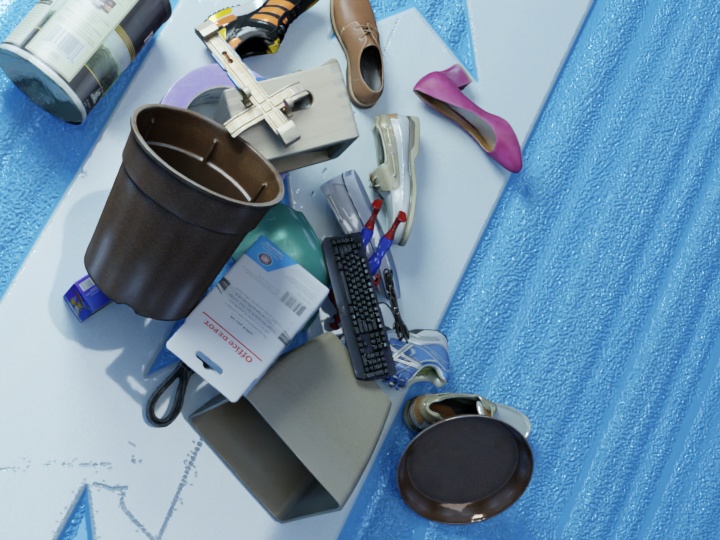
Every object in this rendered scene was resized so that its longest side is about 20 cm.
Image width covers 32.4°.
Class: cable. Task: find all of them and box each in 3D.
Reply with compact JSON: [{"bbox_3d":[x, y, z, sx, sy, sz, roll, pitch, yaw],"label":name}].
[{"bbox_3d":[-0.228,0.122,1.697,0.200,0.050,0.097,-44,97,-21],"label":"cable"}]

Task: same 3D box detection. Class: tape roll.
[{"bbox_3d":[-0.196,-0.181,1.736,0.198,0.085,0.202,3,81,-19],"label":"tape roll"}]

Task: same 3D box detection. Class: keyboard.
[{"bbox_3d":[0.016,0.046,1.686,0.127,0.021,0.202,-11,85,-47],"label":"keyboard"}]

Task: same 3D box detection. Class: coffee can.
[{"bbox_3d":[-0.370,-0.318,1.658,0.146,0.146,0.201,39,72,-11],"label":"coffee can"}]

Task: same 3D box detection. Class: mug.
[{"bbox_3d":[-0.107,-0.010,1.709,0.114,0.185,0.153,-31,73,-5],"label":"mug"}]

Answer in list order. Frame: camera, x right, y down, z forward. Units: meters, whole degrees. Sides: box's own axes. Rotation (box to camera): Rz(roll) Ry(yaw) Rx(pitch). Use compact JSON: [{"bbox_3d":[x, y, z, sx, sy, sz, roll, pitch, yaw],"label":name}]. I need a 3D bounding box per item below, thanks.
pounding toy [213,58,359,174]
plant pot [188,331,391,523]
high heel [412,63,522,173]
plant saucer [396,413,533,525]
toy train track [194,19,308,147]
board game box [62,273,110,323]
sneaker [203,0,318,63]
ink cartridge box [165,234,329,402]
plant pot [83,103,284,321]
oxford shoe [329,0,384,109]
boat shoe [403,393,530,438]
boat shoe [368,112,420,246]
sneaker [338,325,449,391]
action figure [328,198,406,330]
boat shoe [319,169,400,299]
[{"bbox_3d":[-0.089,-0.215,1.652,0.199,0.184,0.143,-16,88,-13],"label":"pounding toy"},{"bbox_3d":[-0.079,0.200,1.677,0.200,0.200,0.177,50,57,-7],"label":"plant pot"},{"bbox_3d":[0.164,-0.219,1.878,0.096,0.067,0.201,-31,89,-31],"label":"high heel"},{"bbox_3d":[0.148,0.279,1.773,0.198,0.035,0.202,-3,122,-5],"label":"plant saucer"},{"bbox_3d":[-0.140,-0.238,1.533,0.114,0.033,0.200,-33,74,-18],"label":"toy train track"},{"bbox_3d":[-0.293,-0.010,1.648,0.199,0.134,0.045,-35,95,-21],"label":"board game box"},{"bbox_3d":[-0.126,-0.350,1.779,0.199,0.070,0.090,-28,66,-16],"label":"sneaker"},{"bbox_3d":[-0.145,0.069,1.537,0.116,0.068,0.200,39,60,2],"label":"ink cartridge box"},{"bbox_3d":[-0.224,-0.061,1.481,0.199,0.201,0.199,27,113,-15],"label":"plant pot"},{"bbox_3d":[0.004,-0.348,1.842,0.071,0.071,0.202,-11,85,-20],"label":"oxford shoe"},{"bbox_3d":[0.166,0.221,1.810,0.198,0.068,0.075,8,74,-20],"label":"boat shoe"},{"bbox_3d":[0.045,-0.134,1.829,0.068,0.075,0.202,7,73,-13],"label":"boat shoe"},{"bbox_3d":[0.041,0.128,1.773,0.198,0.076,0.077,-1,55,-18],"label":"sneaker"},{"bbox_3d":[0.000,0.000,1.757,0.065,0.052,0.201,23,114,-3],"label":"action figure"},{"bbox_3d":[0.000,-0.045,1.805,0.065,0.074,0.201,-21,96,9],"label":"boat shoe"}]
